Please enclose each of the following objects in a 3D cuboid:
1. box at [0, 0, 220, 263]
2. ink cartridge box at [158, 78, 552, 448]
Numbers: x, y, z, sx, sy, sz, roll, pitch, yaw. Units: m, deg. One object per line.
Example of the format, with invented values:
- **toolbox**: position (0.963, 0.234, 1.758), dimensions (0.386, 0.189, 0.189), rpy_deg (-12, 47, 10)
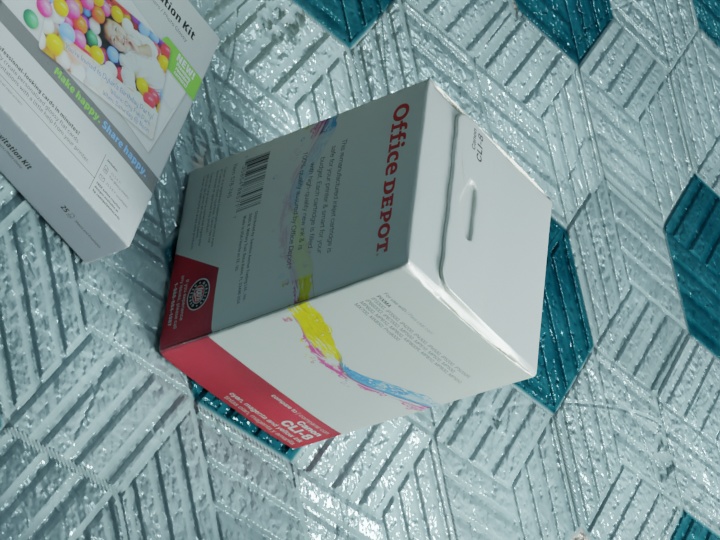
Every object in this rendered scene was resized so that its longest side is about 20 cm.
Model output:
- **box**: position (-0.172, -0.128, 1.417), dimensions (0.156, 0.041, 0.200), rpy_deg (50, 38, -29)
- **ink cartridge box**: position (0.000, 0.000, 1.455), dimensions (0.145, 0.200, 0.146), rpy_deg (40, 45, -38)
